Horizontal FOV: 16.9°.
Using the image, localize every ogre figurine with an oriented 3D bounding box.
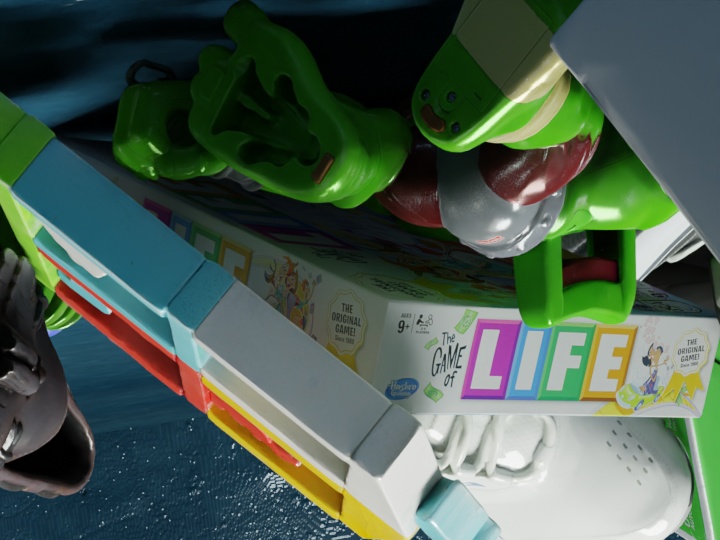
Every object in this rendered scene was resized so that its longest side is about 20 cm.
[{"bbox_3d":[0.038,-0.037,0.659,0.199,0.099,0.120,-26,155,30],"label":"ogre figurine"}]

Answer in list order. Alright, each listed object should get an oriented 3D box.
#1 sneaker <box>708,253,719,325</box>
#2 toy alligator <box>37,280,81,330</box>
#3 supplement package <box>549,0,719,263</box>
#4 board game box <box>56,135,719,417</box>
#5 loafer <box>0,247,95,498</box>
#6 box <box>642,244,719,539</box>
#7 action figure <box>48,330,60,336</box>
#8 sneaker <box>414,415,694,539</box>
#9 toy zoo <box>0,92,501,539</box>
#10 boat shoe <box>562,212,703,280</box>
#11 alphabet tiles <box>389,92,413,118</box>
[{"bbox_3d":[0.165,0.011,0.775,0.079,0.076,0.200,-12,165,23],"label":"sneaker"},{"bbox_3d":[-0.128,-0.001,0.833,0.054,0.060,0.200,20,178,8],"label":"toy alligator"},{"bbox_3d":[0.157,-0.043,0.517,0.199,0.114,0.110,-3,141,-50],"label":"supplement package"},{"bbox_3d":[0.000,0.000,0.783,0.134,0.034,0.200,3,-166,-38],"label":"board game box"},{"bbox_3d":[-0.110,0.032,0.740,0.063,0.072,0.200,18,165,-1],"label":"loafer"},{"bbox_3d":[0.178,0.018,0.969,0.199,0.097,0.176,-18,-161,-16],"label":"box"},{"bbox_3d":[-0.089,-0.006,0.991,0.199,0.052,0.065,-11,-179,-28],"label":"action figure"},{"bbox_3d":[0.023,0.052,0.858,0.199,0.075,0.087,21,-176,5],"label":"sneaker"},{"bbox_3d":[-0.045,0.018,0.678,0.020,0.200,0.131,-51,174,-11],"label":"toy zoo"},{"bbox_3d":[0.102,-0.031,0.814,0.071,0.073,0.200,-7,163,-36],"label":"boat shoe"},{"bbox_3d":[0.054,-0.055,0.940,0.199,0.006,0.166,-7,174,-20],"label":"alphabet tiles"}]
